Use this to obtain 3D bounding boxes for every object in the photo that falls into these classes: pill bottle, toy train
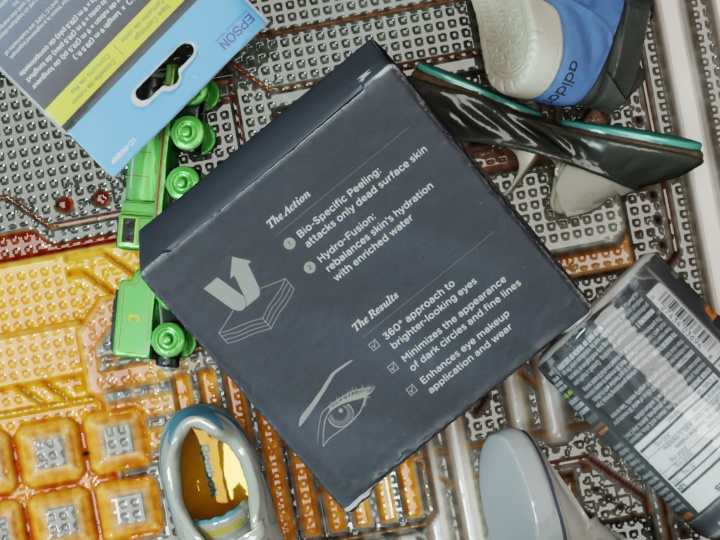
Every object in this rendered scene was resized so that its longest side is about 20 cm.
[{"bbox_3d":[0.213,0.093,1.711,0.106,0.106,0.200,-44,88,-1],"label":"pill bottle"},{"bbox_3d":[-0.127,-0.037,1.757,0.056,0.042,0.201,4,87,12],"label":"toy train"}]

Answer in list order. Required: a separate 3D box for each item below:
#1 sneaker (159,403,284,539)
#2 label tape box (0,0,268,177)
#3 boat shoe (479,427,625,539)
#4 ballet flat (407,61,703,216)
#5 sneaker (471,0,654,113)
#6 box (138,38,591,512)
[{"bbox_3d":[-0.080,0.181,1.723,0.076,0.081,0.201,-22,88,-2],"label":"sneaker"},{"bbox_3d":[-0.175,-0.174,1.749,0.200,0.066,0.143,44,88,3],"label":"label tape box"},{"bbox_3d":[0.137,0.189,1.733,0.070,0.071,0.201,-18,83,-27],"label":"boat shoe"},{"bbox_3d":[0.116,-0.075,1.746,0.199,0.068,0.069,17,97,12],"label":"ballet flat"},{"bbox_3d":[0.128,-0.190,1.748,0.111,0.077,0.201,12,54,-33],"label":"sneaker"},{"bbox_3d":[0.000,0.000,1.681,0.197,0.117,0.200,-39,104,5],"label":"box"}]
